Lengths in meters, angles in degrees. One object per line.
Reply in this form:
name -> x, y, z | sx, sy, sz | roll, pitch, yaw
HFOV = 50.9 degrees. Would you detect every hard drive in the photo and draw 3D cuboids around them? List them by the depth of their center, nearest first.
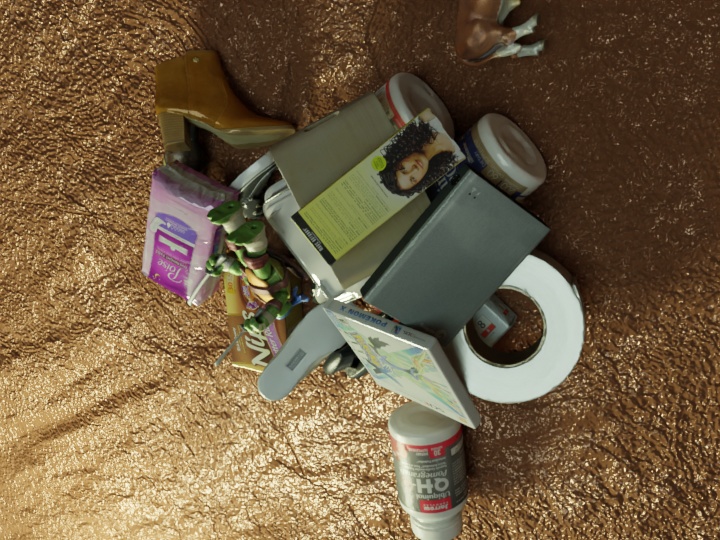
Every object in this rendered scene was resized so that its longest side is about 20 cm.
hard drive -> 0.113, -0.013, 0.914 | 0.139, 0.033, 0.200 | 31, 109, -27

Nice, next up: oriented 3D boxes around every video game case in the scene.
video game case -> 0.057, 0.125, 1.014 | 0.182, 0.022, 0.200 | 18, 152, 40

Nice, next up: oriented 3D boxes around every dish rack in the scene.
dish rack -> -0.036, -0.043, 1.010 | 0.171, 0.044, 0.200 | -23, 110, 41

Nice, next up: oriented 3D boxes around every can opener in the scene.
can opener -> 0.018, 0.114, 1.129 | 0.063, 0.079, 0.200 | 51, 139, 3

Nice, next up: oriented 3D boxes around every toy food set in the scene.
toy food set -> -0.003, -0.096, 0.923 | 0.143, 0.060, 0.200 | -28, 98, 1

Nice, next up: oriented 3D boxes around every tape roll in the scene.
tape roll -> 0.192, 0.067, 0.991 | 0.202, 0.071, 0.203 | 2, 98, 16

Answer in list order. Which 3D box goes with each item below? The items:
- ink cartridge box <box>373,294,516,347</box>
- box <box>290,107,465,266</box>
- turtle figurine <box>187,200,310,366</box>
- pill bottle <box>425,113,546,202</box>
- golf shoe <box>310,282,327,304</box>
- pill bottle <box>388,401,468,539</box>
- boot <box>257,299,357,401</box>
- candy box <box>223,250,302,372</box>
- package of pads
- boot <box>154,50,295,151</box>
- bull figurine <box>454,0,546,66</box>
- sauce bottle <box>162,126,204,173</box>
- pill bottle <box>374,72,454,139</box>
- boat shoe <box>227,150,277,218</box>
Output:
ink cartridge box -> 0.100, 0.056, 1.095 | 0.200, 0.050, 0.162 | 41, 123, 3
box -> 0.019, -0.096, 0.869 | 0.200, 0.050, 0.075 | -39, 98, 3
turtle figurine -> -0.175, 0.017, 1.051 | 0.199, 0.144, 0.194 | -7, 131, 4
pill bottle -> 0.130, -0.098, 0.974 | 0.111, 0.111, 0.200 | 49, 124, 1
golf shoe -> 0.000, 0.000, 1.098 | 0.095, 0.078, 0.200 | 48, 127, 15
pill bottle -> 0.108, 0.309, 1.161 | 0.110, 0.111, 0.201 | 2, 112, 27
boot -> -0.079, 0.109, 1.155 | 0.200, 0.096, 0.074 | -44, 96, 9
candy box -> -0.156, 0.068, 1.230 | 0.116, 0.056, 0.201 | 10, 114, 24
package of pads -> -0.263, -0.057, 1.149 | 0.120, 0.076, 0.200 | 29, 128, 11
boot -> -0.200, -0.253, 1.104 | 0.200, 0.071, 0.145 | -5, 78, -4
bull figurine -> 0.159, -0.340, 0.882 | 0.121, 0.065, 0.201 | 12, 117, 26
sauce bottle -> -0.279, -0.159, 1.193 | 0.065, 0.065, 0.201 | 23, 118, 17
pill bottle -> 0.017, -0.158, 1.007 | 0.200, 0.114, 0.114 | -35, 92, 35
boat shoe -> -0.175, -0.104, 1.161 | 0.066, 0.070, 0.200 | 46, 125, -6
